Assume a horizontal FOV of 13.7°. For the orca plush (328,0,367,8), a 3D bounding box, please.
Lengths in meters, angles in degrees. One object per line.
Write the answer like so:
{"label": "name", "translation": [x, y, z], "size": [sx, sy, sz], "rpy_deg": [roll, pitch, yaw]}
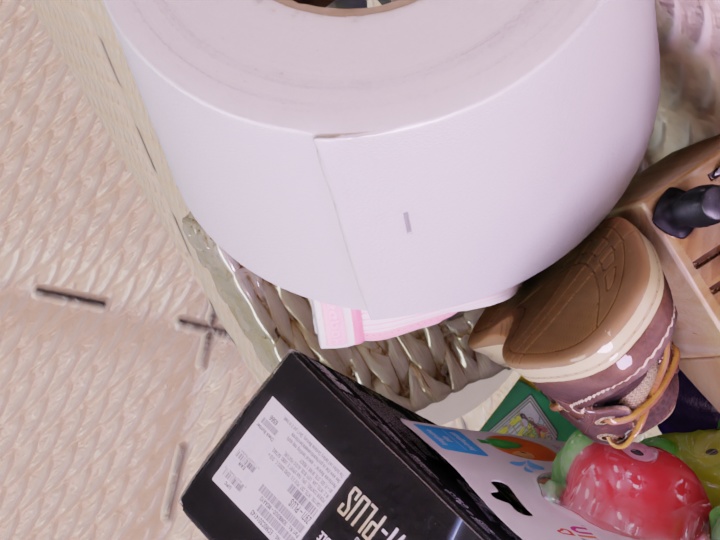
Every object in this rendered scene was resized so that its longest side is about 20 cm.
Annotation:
{"label": "orca plush", "translation": [-0.063, -0.186, 1.362], "size": [0.200, 0.071, 0.105], "rpy_deg": [62, -151, -24]}

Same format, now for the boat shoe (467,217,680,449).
{"label": "boat shoe", "translation": [0.097, 0.030, 1.163], "size": [0.072, 0.072, 0.200], "rpy_deg": [39, 172, -6]}

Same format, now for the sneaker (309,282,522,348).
{"label": "sneaker", "translation": [0.021, -0.046, 1.238], "size": [0.200, 0.104, 0.075], "rpy_deg": [-100, -2, -53]}

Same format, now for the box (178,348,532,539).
{"label": "box", "translation": [0.046, 0.141, 1.253], "size": [0.164, 0.086, 0.200], "rpy_deg": [29, -170, -48]}

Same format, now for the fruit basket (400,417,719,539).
{"label": "fruit basket", "translation": [0.138, 0.096, 1.204], "size": [0.200, 0.094, 0.185], "rpy_deg": [15, -169, -24]}

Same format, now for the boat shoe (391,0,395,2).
{"label": "boat shoe", "translation": [0.052, -0.084, 1.280], "size": [0.062, 0.073, 0.200], "rpy_deg": [-142, 41, -65]}

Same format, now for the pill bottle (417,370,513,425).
{"label": "pill bottle", "translation": [0.009, -0.006, 1.787], "size": [0.200, 0.112, 0.112], "rpy_deg": [54, 171, 26]}

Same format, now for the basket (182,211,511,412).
{"label": "basket", "translation": [0.000, 0.000, 1.428], "size": [0.136, 0.123, 0.200], "rpy_deg": [60, 176, -6]}

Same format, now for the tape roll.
{"label": "tape roll", "translation": [0.010, -0.103, 1.123], "size": [0.203, 0.202, 0.139], "rpy_deg": [53, 170, 28]}

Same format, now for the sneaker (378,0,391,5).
{"label": "sneaker", "translation": [0.039, -0.128, 1.344], "size": [0.083, 0.071, 0.200], "rpy_deg": [36, 162, 55]}

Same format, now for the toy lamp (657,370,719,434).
{"label": "toy lamp", "translation": [0.135, 0.049, 1.403], "size": [0.058, 0.058, 0.200], "rpy_deg": [60, 163, -20]}

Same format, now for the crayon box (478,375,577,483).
{"label": "crayon box", "translation": [0.161, 0.146, 1.396], "size": [0.200, 0.058, 0.173], "rpy_deg": [41, -177, 35]}

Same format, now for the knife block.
{"label": "knife block", "translation": [0.137, -0.023, 1.153], "size": [0.200, 0.064, 0.176], "rpy_deg": [50, 168, 43]}
